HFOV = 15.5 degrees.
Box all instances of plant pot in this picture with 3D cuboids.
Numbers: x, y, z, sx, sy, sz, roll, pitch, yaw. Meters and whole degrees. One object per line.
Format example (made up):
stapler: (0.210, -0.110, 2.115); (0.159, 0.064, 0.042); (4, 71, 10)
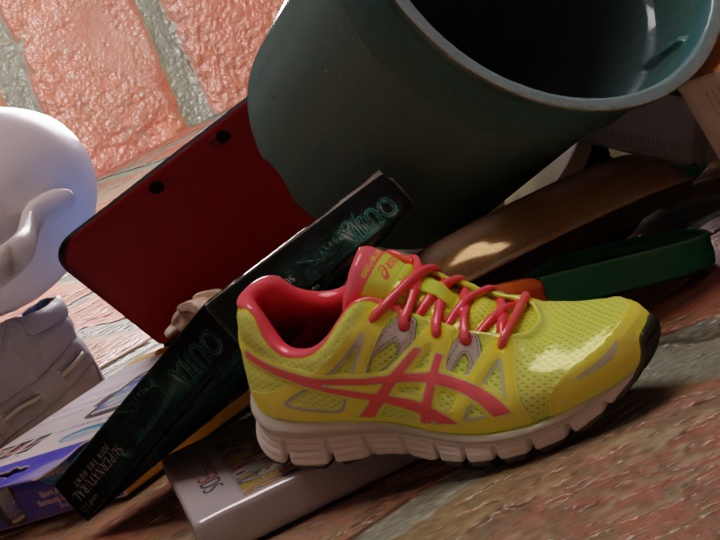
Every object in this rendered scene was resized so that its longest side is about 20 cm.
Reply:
plant pot: (0.046, -0.118, 1.314); (0.200, 0.200, 0.196); (-31, -10, -37)
plant pot: (0.072, -0.009, 1.332); (0.200, 0.028, 0.200); (-28, -6, -3)

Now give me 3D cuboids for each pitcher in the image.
pitcher: (-0.225, -0.021, 1.548); (0.171, 0.121, 0.200); (-6, 22, 35)

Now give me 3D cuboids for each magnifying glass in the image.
magnifying glass: (0.094, 0.007, 1.258); (0.080, 0.022, 0.200); (-7, 8, 45)

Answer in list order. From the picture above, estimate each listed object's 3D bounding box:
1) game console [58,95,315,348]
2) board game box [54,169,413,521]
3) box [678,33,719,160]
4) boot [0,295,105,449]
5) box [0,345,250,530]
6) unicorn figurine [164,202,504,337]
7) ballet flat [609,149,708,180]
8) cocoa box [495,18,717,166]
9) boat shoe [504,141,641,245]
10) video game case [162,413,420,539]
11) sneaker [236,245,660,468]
game console: (-0.060, -0.046, 1.585); (0.200, 0.119, 0.172); (-36, 10, 14)
board game box: (-0.064, 0.038, 1.293); (0.135, 0.028, 0.200); (-39, -6, -39)
box: (0.273, -0.108, 1.257); (0.200, 0.098, 0.124); (-18, 24, 38)
boot: (-0.234, 0.088, 1.566); (0.074, 0.096, 0.200); (-17, 11, 42)
box: (-0.133, 0.089, 1.474); (0.119, 0.042, 0.200); (-18, 13, 39)
unicorn figurine: (0.000, 0.000, 1.447); (0.200, 0.074, 0.137); (-32, -1, -39)
ballet flat: (0.110, -0.085, 1.561); (0.200, 0.067, 0.070); (19, 43, 35)
cocoa box: (0.182, -0.148, 1.454); (0.133, 0.131, 0.200); (15, 21, 34)
boat shoe: (0.087, -0.030, 1.512); (0.201, 0.063, 0.074); (-14, 44, 59)
video game case: (0.004, 0.069, 1.261); (0.200, 0.023, 0.182); (-25, 9, -6)
sneaker: (0.029, 0.030, 1.127); (0.200, 0.090, 0.078); (-9, 25, 26)
